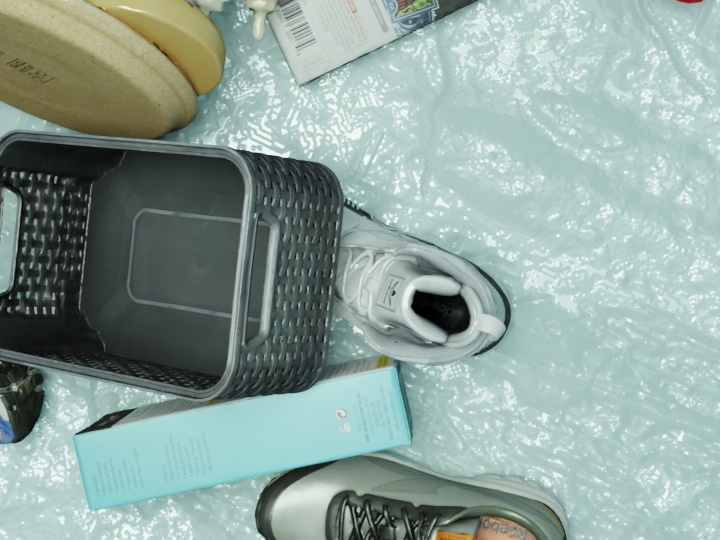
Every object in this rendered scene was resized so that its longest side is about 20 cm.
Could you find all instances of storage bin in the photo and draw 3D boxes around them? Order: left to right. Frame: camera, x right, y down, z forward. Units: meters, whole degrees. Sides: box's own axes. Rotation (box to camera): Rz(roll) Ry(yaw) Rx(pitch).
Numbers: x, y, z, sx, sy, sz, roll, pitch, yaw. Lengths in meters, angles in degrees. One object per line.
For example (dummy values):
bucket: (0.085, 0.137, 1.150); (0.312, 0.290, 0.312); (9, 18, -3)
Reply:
storage bin: (-0.120, -0.005, 0.748); (0.199, 0.094, 0.136); (8, 93, 33)

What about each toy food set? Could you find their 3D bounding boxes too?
toy food set: (-0.183, -0.136, 0.739); (0.197, 0.200, 0.049); (24, 75, -16)

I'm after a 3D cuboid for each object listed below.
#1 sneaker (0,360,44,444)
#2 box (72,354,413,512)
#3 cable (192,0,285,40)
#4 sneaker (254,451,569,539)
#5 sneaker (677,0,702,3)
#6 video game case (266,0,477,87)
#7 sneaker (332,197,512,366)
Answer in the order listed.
sneaker: (-0.288, 0.046, 0.814); (0.200, 0.079, 0.089); (39, 100, 9)
box: (-0.069, 0.099, 0.795); (0.199, 0.082, 0.049); (-13, 92, 3)
cable: (-0.058, -0.229, 0.722); (0.097, 0.050, 0.201); (9, 109, -21)
sneaker: (0.032, 0.156, 0.795); (0.199, 0.079, 0.074); (4, 94, 4)
sneaker: (0.227, -0.230, 0.785); (0.199, 0.078, 0.116); (-11, 100, 15)
video game case: (0.000, -0.240, 0.772); (0.181, 0.036, 0.201); (-26, 112, 4)
sneaker: (0.000, 0.000, 0.772); (0.199, 0.115, 0.076); (22, 92, 2)
